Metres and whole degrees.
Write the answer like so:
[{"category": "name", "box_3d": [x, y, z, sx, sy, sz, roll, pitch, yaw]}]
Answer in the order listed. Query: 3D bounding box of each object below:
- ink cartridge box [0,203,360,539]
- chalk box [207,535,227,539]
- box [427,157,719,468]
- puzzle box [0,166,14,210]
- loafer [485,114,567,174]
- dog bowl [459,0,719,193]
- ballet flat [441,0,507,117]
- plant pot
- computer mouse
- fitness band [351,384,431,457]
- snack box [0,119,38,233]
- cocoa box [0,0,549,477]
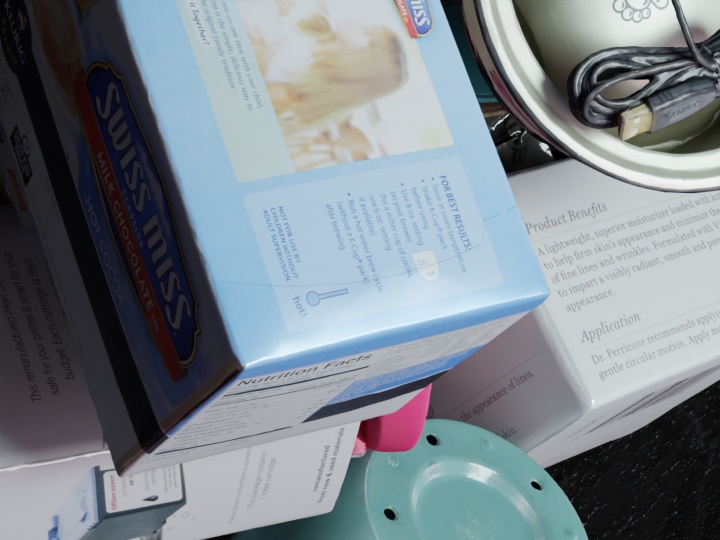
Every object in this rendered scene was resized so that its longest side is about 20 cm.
[{"category": "ink cartridge box", "box_3d": [-0.119, 0.044, 0.790, 0.198, 0.147, 0.086, -10, 139, -22]}, {"category": "chalk box", "box_3d": [-0.088, 0.242, 0.988, 0.123, 0.201, 0.125, -25, 156, -31]}, {"category": "box", "box_3d": [0.111, 0.029, 1.018, 0.198, 0.132, 0.200, -17, 165, -37]}, {"category": "puzzle box", "box_3d": [-0.082, -0.063, 0.875, 0.199, 0.025, 0.134, -34, 143, -20]}, {"category": "loafer", "box_3d": [0.107, -0.076, 1.035, 0.200, 0.063, 0.072, -39, 144, -14]}, {"category": "dog bowl", "box_3d": [0.133, -0.135, 0.843, 0.198, 0.074, 0.202, 0, 90, -17]}, {"category": "ballet flat", "box_3d": [0.080, -0.116, 0.975, 0.199, 0.071, 0.071, -22, 138, -30]}, {"category": "plant pot", "box_3d": [0.023, 0.170, 0.897, 0.199, 0.201, 0.161, -10, 145, -42]}, {"category": "computer mouse", "box_3d": [0.113, -0.160, 0.770, 0.109, 0.044, 0.202, -24, 108, -10]}, {"category": "fitness band", "box_3d": [0.000, 0.000, 0.839, 0.037, 0.200, 0.145, 0, 114, -11]}, {"category": "snack box", "box_3d": [-0.074, -0.109, 0.793, 0.199, 0.037, 0.117, -28, 116, -27]}, {"category": "cocoa box", "box_3d": [-0.043, -0.047, 0.673, 0.132, 0.202, 0.131, -12, 165, -30]}]
